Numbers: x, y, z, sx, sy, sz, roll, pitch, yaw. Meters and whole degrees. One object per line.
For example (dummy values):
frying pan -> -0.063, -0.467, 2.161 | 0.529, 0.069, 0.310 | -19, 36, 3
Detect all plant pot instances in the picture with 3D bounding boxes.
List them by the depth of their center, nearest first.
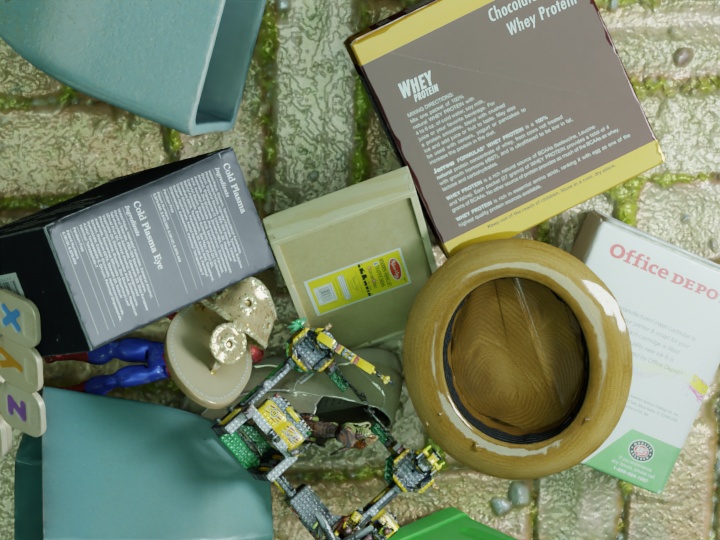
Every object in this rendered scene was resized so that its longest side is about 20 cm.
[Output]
plant pot -> -0.189, -0.231, 1.659 | 0.199, 0.196, 0.197 | 15, 97, 5
plant pot -> -0.180, 0.195, 1.712 | 0.199, 0.142, 0.142 | 4, 59, -17

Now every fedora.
fedora -> 0.129, 0.067, 1.676 | 0.199, 0.082, 0.202 | 1, 103, 5

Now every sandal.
sandal -> -0.101, 0.027, 1.672 | 0.077, 0.212, 0.070 | 31, 118, -5

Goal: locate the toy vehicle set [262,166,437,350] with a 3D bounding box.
toy vehicle set -> 0.000, 0.000, 1.701 | 0.123, 0.200, 0.027 | -19, 56, -1

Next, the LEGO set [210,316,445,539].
LEGO set -> -0.025, 0.142, 1.655 | 0.153, 0.116, 0.201 | -33, 92, -11

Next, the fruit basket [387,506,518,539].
fruit basket -> 0.041, 0.317, 1.777 | 0.215, 0.155, 0.217 | 11, 107, 39

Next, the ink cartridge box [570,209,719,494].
ink cartridge box -> 0.227, 0.067, 1.760 | 0.145, 0.088, 0.201 | 22, 97, -5

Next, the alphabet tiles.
alphabet tiles -> -0.320, 0.050, 1.638 | 0.195, 0.015, 0.201 | 20, 122, 34

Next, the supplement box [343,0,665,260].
supplement box -> 0.116, -0.144, 1.705 | 0.196, 0.133, 0.201 | -26, 98, 1

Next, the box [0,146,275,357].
box -> -0.203, -0.010, 1.642 | 0.182, 0.200, 0.105 | -26, 100, -33

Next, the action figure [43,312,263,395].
action figure -> -0.183, 0.068, 1.713 | 0.198, 0.099, 0.066 | -5, 66, 10

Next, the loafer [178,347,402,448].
loafer -> -0.058, 0.116, 1.751 | 0.199, 0.069, 0.076 | -13, 137, -2
